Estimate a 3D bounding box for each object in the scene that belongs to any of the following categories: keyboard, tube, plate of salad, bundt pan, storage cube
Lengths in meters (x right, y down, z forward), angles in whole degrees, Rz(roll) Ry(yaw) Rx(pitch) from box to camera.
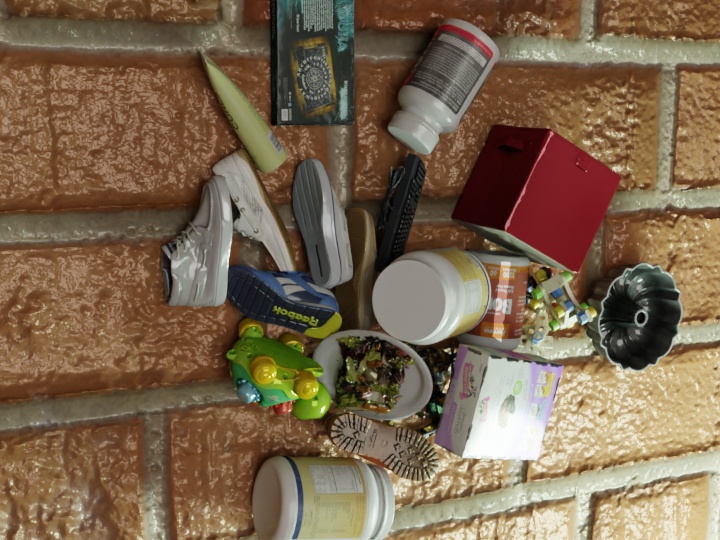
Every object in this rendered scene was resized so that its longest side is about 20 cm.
[{"bbox_3d":[0.062,-0.090,1.728,0.127,0.020,0.202,35,68,-61],"label":"keyboard"},{"bbox_3d":[-0.181,-0.237,1.609,0.201,0.058,0.052,57,48,-27],"label":"tube"},{"bbox_3d":[0.015,0.174,1.707,0.201,0.199,0.048,50,37,-24],"label":"plate of salad"},{"bbox_3d":[0.494,0.080,1.994,0.200,0.076,0.205,-4,100,-25],"label":"bundt pan"},{"bbox_3d":[0.293,-0.120,1.806,0.199,0.171,0.181,28,86,-28],"label":"storage cube"}]

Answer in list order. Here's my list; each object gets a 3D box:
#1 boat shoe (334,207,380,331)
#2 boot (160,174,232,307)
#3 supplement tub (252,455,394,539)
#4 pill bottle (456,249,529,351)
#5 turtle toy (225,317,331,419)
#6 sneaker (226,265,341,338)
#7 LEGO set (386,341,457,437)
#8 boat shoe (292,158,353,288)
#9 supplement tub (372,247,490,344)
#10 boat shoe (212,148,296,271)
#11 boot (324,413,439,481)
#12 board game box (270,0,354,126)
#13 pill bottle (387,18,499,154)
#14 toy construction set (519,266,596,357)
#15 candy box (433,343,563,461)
[{"bbox_3d":[0.000,0.000,1.742,0.069,0.073,0.203,-3,99,-50],"label":"boat shoe"},{"bbox_3d":[-0.245,-0.040,1.597,0.094,0.073,0.203,-3,107,-25],"label":"boot"},{"bbox_3d":[-0.059,0.370,1.725,0.198,0.144,0.146,6,96,-28],"label":"supplement tub"},{"bbox_3d":[0.222,0.071,1.834,0.111,0.112,0.203,2,97,-27],"label":"pill bottle"},{"bbox_3d":[-0.124,0.167,1.672,0.198,0.146,0.102,25,109,-27],"label":"turtle toy"},{"bbox_3d":[-0.123,0.038,1.681,0.198,0.083,0.074,24,124,-17],"label":"sneaker"},{"bbox_3d":[0.111,0.221,1.800,0.152,0.116,0.203,-10,103,-25],"label":"LEGO set"},{"bbox_3d":[-0.056,-0.074,1.696,0.066,0.073,0.203,-9,94,-48],"label":"boat shoe"},{"bbox_3d":[0.113,0.039,1.711,0.199,0.144,0.147,-8,106,-65],"label":"supplement tub"},{"bbox_3d":[-0.162,-0.081,1.644,0.069,0.071,0.202,-25,99,3],"label":"boat shoe"},{"bbox_3d":[0.033,0.282,1.765,0.198,0.107,0.076,26,79,-12],"label":"boot"},{"bbox_3d":[-0.072,-0.325,1.666,0.134,0.028,0.203,-4,100,-27],"label":"board game box"},{"bbox_3d":[0.128,-0.290,1.728,0.110,0.110,0.201,36,82,-27],"label":"pill bottle"},{"bbox_3d":[0.326,0.069,1.865,0.091,0.200,0.132,-26,72,-24],"label":"toy construction set"},{"bbox_3d":[0.226,0.216,1.760,0.199,0.071,0.170,11,96,-43],"label":"candy box"}]
